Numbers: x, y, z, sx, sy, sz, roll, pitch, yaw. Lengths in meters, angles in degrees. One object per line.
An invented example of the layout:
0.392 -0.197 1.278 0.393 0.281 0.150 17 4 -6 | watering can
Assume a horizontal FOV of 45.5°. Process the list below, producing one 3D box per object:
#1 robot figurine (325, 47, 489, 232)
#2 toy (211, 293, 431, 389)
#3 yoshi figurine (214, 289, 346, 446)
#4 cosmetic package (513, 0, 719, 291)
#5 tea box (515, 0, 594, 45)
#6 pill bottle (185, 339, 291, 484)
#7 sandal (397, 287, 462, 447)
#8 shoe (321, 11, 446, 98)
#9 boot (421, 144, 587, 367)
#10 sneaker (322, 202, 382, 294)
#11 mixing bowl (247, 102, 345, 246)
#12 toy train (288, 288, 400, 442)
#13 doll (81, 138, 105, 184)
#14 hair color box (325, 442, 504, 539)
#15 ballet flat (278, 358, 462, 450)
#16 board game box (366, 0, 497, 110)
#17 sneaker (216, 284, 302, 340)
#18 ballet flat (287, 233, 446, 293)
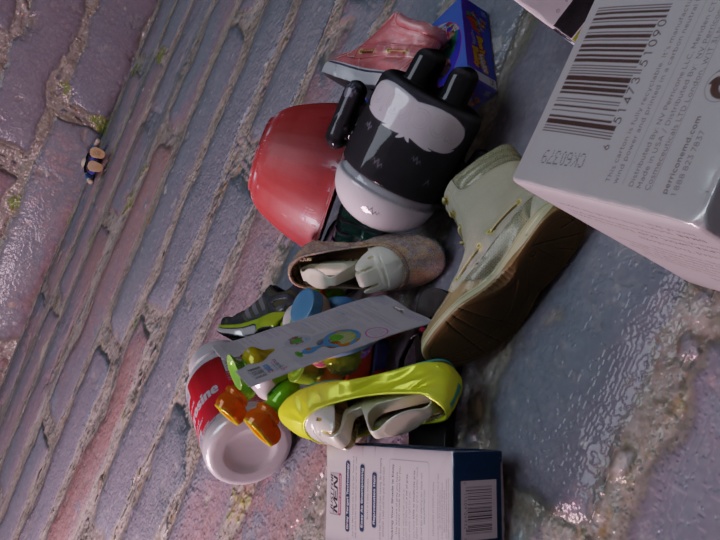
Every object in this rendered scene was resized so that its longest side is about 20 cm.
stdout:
0.053 -0.138 0.934 0.150 0.124 0.201 47 117 44 | robot figurine
-0.037 0.080 0.864 0.115 0.199 0.047 27 127 59 | toy
-0.078 0.109 1.026 0.200 0.112 0.112 -55 16 -18 | yoshi figurine
0.243 -0.079 0.539 0.165 0.199 0.165 28 95 61 | cosmetic package
0.198 -0.272 0.742 0.134 0.196 0.200 -54 32 22 | tea box
-0.168 0.177 1.130 0.113 0.112 0.200 -60 31 14 | pill bottle
0.067 0.104 0.861 0.075 0.045 0.201 -29 48 49 | sandal
0.029 -0.262 1.054 0.200 0.071 0.091 28 93 55 | shoe
0.114 -0.016 0.840 0.200 0.072 0.155 -52 34 17 | boot
-0.006 -0.069 1.071 0.200 0.074 0.088 -58 26 19 | sneaker
-0.075 -0.130 1.080 0.200 0.108 0.201 -161 90 -89 | mixing bowl
-0.028 0.122 0.934 0.085 0.115 0.201 -25 50 50 | toy train
-0.790 -0.324 2.536 0.200 0.048 0.137 3 83 65 | doll
0.044 0.212 0.796 0.200 0.060 0.101 -13 73 55 | hair color box
0.002 0.136 0.819 0.199 0.067 0.067 -17 35 22 | ballet flat
0.078 -0.218 1.056 0.200 0.045 0.135 -37 42 43 | board game box
-0.129 0.066 1.197 0.200 0.074 0.081 -11 53 49 | sneaker
0.000 0.000 0.965 0.199 0.067 0.068 -4 110 36 | ballet flat
